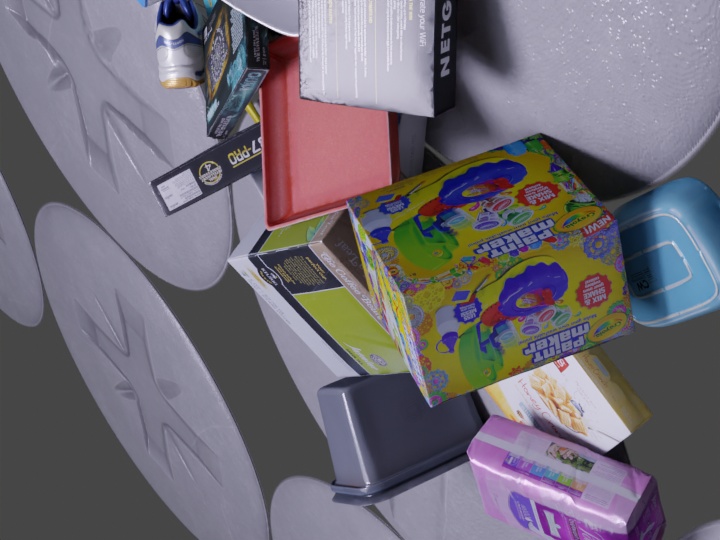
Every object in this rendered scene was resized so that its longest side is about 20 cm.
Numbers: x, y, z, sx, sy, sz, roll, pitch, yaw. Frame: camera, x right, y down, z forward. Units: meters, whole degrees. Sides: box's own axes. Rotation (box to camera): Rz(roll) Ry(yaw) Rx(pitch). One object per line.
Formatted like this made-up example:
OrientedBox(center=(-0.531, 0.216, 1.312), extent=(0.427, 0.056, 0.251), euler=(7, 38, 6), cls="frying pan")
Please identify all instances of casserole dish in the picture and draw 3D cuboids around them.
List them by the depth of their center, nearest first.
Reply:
OrientedBox(center=(0.270, -0.008, 1.375), extent=(0.122, 0.039, 0.200), euler=(60, 157, 0), cls="casserole dish")

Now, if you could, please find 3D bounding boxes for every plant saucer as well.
OrientedBox(center=(-0.027, -0.154, 1.581), extent=(0.199, 0.036, 0.203), euler=(-14, 75, 48), cls="plant saucer")

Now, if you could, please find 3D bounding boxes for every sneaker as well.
OrientedBox(center=(-0.205, -0.292, 1.855), extent=(0.201, 0.074, 0.089), euler=(-98, 1, -61), cls="sneaker")

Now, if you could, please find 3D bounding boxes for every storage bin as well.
OrientedBox(center=(0.043, 0.177, 1.850), extent=(0.145, 0.198, 0.136), euler=(-9, 99, 64), cls="storage bin")

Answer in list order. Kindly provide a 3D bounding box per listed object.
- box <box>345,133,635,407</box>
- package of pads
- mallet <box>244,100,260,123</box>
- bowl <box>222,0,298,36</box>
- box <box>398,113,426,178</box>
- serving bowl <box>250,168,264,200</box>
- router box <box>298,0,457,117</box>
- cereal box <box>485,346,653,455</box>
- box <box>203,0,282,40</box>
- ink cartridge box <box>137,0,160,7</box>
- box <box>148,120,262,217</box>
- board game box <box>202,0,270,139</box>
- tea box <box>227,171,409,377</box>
OrientedBox(center=(0.115, -0.005, 1.415), extent=(0.193, 0.198, 0.123), euler=(-121, 13, -57), cls="box")
OrientedBox(center=(0.214, 0.235, 1.631), extent=(0.198, 0.076, 0.121), euler=(19, 151, 30), cls="package of pads")
OrientedBox(center=(-0.142, -0.202, 1.948), extent=(0.201, 0.041, 0.066), euler=(54, 158, 22), cls="mallet")
OrientedBox(center=(-0.090, -0.357, 1.547), extent=(0.199, 0.075, 0.201), euler=(34, 134, 12), cls="bowl")
OrientedBox(center=(0.015, -0.159, 1.676), extent=(0.122, 0.047, 0.201), euler=(44, 152, 28), cls="box")
OrientedBox(center=(-0.056, -0.051, 1.871), extent=(0.201, 0.065, 0.200), euler=(57, -179, -1), cls="serving bowl")
OrientedBox(center=(0.015, -0.251, 1.441), extent=(0.148, 0.051, 0.202), euler=(12, 114, 27), cls="router box")
OrientedBox(center=(0.213, 0.135, 1.641), extent=(0.144, 0.039, 0.200), euler=(52, 155, 11), cls="cereal box")
OrientedBox(center=(-0.109, -0.299, 1.751), extent=(0.199, 0.049, 0.083), euler=(33, 146, 44), cls="box")
OrientedBox(center=(-0.285, -0.441, 1.881), extent=(0.200, 0.084, 0.145), euler=(48, 153, 24), cls="ink cartridge box")
OrientedBox(center=(-0.136, -0.129, 1.758), extent=(0.049, 0.199, 0.161), euler=(61, -179, -7), cls="box")
OrientedBox(center=(-0.138, -0.242, 1.701), extent=(0.200, 0.028, 0.137), euler=(138, 131, -66), cls="board game box")
OrientedBox(center=(0.000, 0.000, 1.690), extent=(0.200, 0.134, 0.196), euler=(47, 152, -23), cls="tea box")
